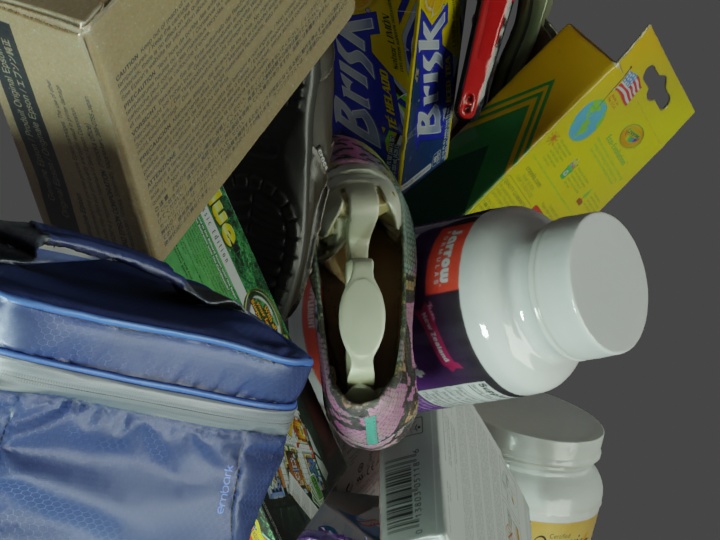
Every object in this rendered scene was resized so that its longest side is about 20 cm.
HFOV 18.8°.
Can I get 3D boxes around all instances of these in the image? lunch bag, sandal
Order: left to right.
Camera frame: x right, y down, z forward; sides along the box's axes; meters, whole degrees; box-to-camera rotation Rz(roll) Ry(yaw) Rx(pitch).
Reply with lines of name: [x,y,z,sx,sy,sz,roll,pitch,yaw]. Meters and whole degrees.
lunch bag: [-0.131,0.049,0.964,0.200,0.136,0.133,15,96,-36]
sandal: [0.121,-0.139,1.445,0.080,0.057,0.202,-67,174,-72]

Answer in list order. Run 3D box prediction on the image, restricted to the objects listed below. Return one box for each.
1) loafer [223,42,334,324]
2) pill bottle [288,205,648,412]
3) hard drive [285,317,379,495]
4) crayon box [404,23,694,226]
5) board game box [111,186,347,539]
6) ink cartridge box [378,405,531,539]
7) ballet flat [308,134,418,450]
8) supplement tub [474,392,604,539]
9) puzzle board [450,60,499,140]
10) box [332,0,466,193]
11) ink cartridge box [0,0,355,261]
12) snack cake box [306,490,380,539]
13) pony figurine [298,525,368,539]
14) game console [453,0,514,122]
loafer: [-0.043,-0.053,1.201,0.071,0.073,0.201,-23,130,-60]
pill bottle: [0.064,0.023,1.283,0.111,0.200,0.112,17,67,-48]
hard drive: [-0.010,0.094,1.438,0.140,0.038,0.201,-42,143,-49]
crayon box: [0.120,-0.072,1.413,0.200,0.051,0.127,-44,148,-2]
board game box: [-0.069,0.042,1.140,0.201,0.023,0.105,67,29,-14]
ink cartridge box: [0.065,0.165,1.411,0.200,0.050,0.163,62,19,-44]
ballet flat: [0.000,0.000,1.218,0.071,0.069,0.201,92,-7,-64]
supplement tub: [0.099,0.196,1.622,0.144,0.144,0.201,-15,122,-62]
puzzle board: [0.062,-0.027,1.520,0.151,0.017,0.200,-54,153,-42]
box: [0.020,-0.150,1.277,0.070,0.064,0.201,-39,142,-51]
ink cartridge box: [-0.088,-0.130,1.038,0.200,0.075,0.165,-54,151,-31]
snack cake box: [-0.030,0.245,1.410,0.115,0.067,0.200,15,105,-55]
pony figurine: [-0.051,0.170,1.258,0.167,0.200,0.193,-51,137,-20]
game console: [0.087,-0.186,1.357,0.200,0.031,0.177,-59,166,-80]
